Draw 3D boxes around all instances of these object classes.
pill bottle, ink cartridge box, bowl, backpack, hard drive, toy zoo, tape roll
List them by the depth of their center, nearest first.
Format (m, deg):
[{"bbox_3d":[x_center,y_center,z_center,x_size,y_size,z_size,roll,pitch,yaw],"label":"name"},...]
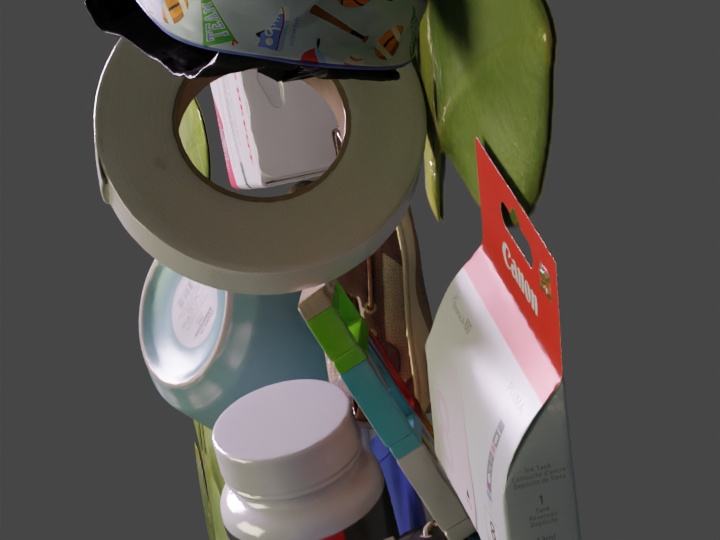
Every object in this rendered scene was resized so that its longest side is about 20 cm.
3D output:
[{"bbox_3d":[0.071,0.053,1.409,0.163,0.057,0.201,-117,13,-60],"label":"ink cartridge box"},{"bbox_3d":[-0.043,-0.183,1.444,0.191,0.199,0.155,-120,33,-53],"label":"backpack"},{"bbox_3d":[-0.061,-0.083,1.561,0.037,0.202,0.204,100,157,-68],"label":"tape roll"},{"bbox_3d":[0.026,0.093,1.589,0.200,0.020,0.131,57,-176,-6],"label":"toy zoo"},{"bbox_3d":[-0.030,0.183,1.752,0.114,0.113,0.201,-119,12,-62],"label":"pill bottle"},{"bbox_3d":[0.047,0.207,1.817,0.132,0.025,0.201,124,134,-77],"label":"hard drive"},{"bbox_3d":[-0.055,-0.135,1.831,0.200,0.084,0.145,-172,71,-81],"label":"ink cartridge box"},{"bbox_3d":[-0.087,0.034,1.882,0.200,0.105,0.202,-15,70,50],"label":"bowl"}]

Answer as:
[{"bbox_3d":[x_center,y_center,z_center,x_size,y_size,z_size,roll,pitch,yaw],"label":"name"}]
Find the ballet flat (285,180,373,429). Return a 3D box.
[{"bbox_3d":[-0.001,0.010,1.788,0.067,0.068,0.201,-55,46,50],"label":"ballet flat"}]

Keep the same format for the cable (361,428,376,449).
[{"bbox_3d":[-0.030,0.083,2.007,0.200,0.069,0.201,-163,62,-78],"label":"cable"}]

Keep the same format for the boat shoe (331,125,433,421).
[{"bbox_3d":[0.000,0.000,1.698,0.072,0.072,0.201,179,80,-81],"label":"boat shoe"}]

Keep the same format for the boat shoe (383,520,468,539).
[{"bbox_3d":[0.050,0.192,1.613,0.200,0.060,0.074,132,114,-88],"label":"boat shoe"}]
